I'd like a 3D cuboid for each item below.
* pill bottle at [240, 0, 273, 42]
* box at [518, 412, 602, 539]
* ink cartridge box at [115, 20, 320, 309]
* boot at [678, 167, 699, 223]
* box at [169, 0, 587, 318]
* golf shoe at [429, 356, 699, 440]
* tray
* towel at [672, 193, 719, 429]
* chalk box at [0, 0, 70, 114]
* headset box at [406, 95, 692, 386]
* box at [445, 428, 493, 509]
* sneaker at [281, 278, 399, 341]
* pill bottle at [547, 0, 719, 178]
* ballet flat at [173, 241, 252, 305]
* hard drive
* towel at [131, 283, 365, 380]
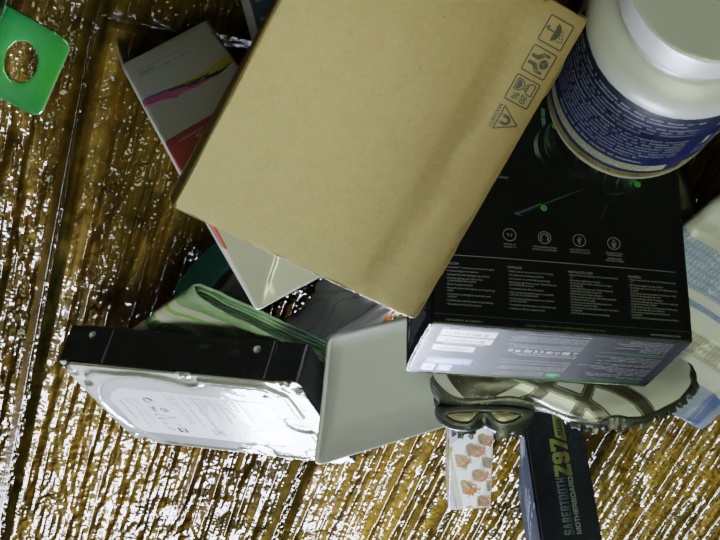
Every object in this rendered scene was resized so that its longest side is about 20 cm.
[{"bbox_3d":[-0.007,-0.143,0.814,0.119,0.120,0.201,-14,101,7],"label":"pill bottle"},{"bbox_3d":[0.163,0.214,1.111,0.051,0.159,0.200,-7,148,3],"label":"box"},{"bbox_3d":[-0.089,-0.081,0.873,0.067,0.200,0.117,-29,128,-5],"label":"ink cartridge box"},{"bbox_3d":[0.192,0.019,1.042,0.153,0.074,0.204,-9,128,7],"label":"boot"},{"bbox_3d":[0.010,-0.090,0.753,0.163,0.021,0.201,25,105,-18],"label":"box"},{"bbox_3d":[0.149,0.065,0.971,0.198,0.078,0.095,-4,104,-10],"label":"golf shoe"},{"bbox_3d":[0.049,0.071,0.997,0.199,0.022,0.108,-12,121,-33],"label":"tray"},{"bbox_3d":[0.263,0.030,0.988,0.146,0.024,0.200,30,126,-18],"label":"towel"},{"bbox_3d":[-0.280,-0.160,0.828,0.199,0.124,0.125,19,125,-20],"label":"chalk box"},{"bbox_3d":[0.120,-0.035,0.913,0.173,0.201,0.093,4,157,-8],"label":"headset box"},{"bbox_3d":[0.092,0.122,1.139,0.038,0.042,0.201,-4,130,-1],"label":"box"},{"bbox_3d":[0.000,0.000,1.025,0.199,0.076,0.092,-29,98,30],"label":"sneaker"},{"bbox_3d":[0.181,-0.133,0.795,0.115,0.117,0.200,-3,169,-2],"label":"pill bottle"},{"bbox_3d":[-0.068,-0.021,0.997,0.063,0.068,0.200,20,132,-28],"label":"ballet flat"},{"bbox_3d":[-0.111,0.096,1.024,0.199,0.038,0.140,3,150,21],"label":"hard drive"},{"bbox_3d":[-0.103,0.074,1.041,0.152,0.024,0.200,27,152,-21],"label":"towel"}]
